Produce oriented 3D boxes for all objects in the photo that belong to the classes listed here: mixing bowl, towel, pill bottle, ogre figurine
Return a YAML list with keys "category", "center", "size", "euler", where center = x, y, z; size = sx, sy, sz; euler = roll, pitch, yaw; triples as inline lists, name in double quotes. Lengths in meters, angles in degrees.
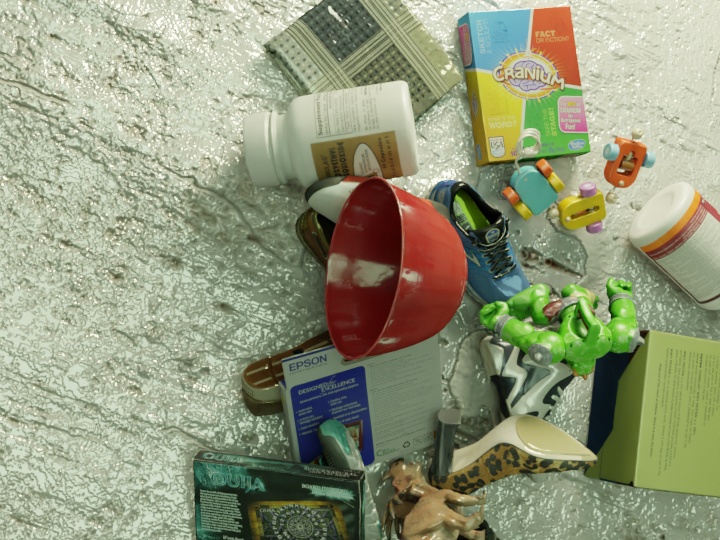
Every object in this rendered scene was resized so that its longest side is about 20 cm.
- category: "mixing bowl"
  center: [0.047, 0.005, 1.155]
  size: [0.108, 0.200, 0.200]
  euler: [9, 84, -23]
- category: "towel"
  center: [0.007, -0.263, 1.355]
  size: [0.193, 0.035, 0.200]
  euler: [-41, 95, -18]
- category: "pill bottle"
  center: [-0.034, -0.157, 1.266]
  size: [0.200, 0.114, 0.115]
  euler: [-8, 88, 6]
- category: "pill bottle"
  center: [0.469, -0.017, 1.425]
  size: [0.200, 0.110, 0.110]
  euler: [41, 77, -10]
- category: "ogre figurine"
  center: [0.259, 0.067, 1.304]
  size: [0.200, 0.120, 0.098]
  euler: [8, 120, -21]

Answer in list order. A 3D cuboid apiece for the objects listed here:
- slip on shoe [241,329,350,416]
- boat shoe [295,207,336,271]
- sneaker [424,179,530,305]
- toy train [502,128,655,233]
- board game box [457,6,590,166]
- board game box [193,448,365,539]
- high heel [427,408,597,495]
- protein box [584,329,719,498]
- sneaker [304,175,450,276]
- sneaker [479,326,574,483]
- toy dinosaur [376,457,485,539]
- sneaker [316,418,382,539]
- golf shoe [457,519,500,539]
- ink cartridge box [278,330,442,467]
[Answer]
- category: "slip on shoe"
  center: [-0.050, 0.126, 1.296]
  size: [0.200, 0.076, 0.061]
  euler: [-20, 132, -24]
- category: "boat shoe"
  center: [0.000, 0.000, 1.311]
  size: [0.200, 0.068, 0.072]
  euler: [41, 75, -11]
- category: "sneaker"
  center: [0.157, -0.029, 1.347]
  size: [0.079, 0.089, 0.200]
  euler: [-37, 96, -14]
- category: "toy train"
  center: [0.279, -0.129, 1.389]
  size: [0.200, 0.056, 0.150]
  euler: [5, 112, -17]
- category: "board game box"
  center: [0.218, -0.246, 1.404]
  size: [0.153, 0.040, 0.200]
  euler: [-8, 88, -16]
- category: "board game box"
  center: [-0.094, 0.282, 1.215]
  size: [0.200, 0.028, 0.135]
  euler: [6, 109, 12]
- category: "high heel"
  center: [0.184, 0.248, 1.304]
  size: [0.200, 0.071, 0.143]
  euler: [11, 124, 12]
- category: "protein box"
  center: [0.423, 0.190, 1.384]
  size: [0.200, 0.135, 0.199]
  euler: [9, 83, -15]
- category: "sneaker"
  center: [0.030, -0.042, 1.256]
  size: [0.201, 0.067, 0.108]
  euler: [13, 57, -32]
- category: "sneaker"
  center: [0.244, 0.164, 1.363]
  size: [0.129, 0.079, 0.199]
  euler: [-17, 81, -8]
- category: "toy dinosaur"
  center: [0.077, 0.297, 1.228]
  size: [0.135, 0.200, 0.086]
  euler: [2, 102, 9]
- category: "sneaker"
  center: [-0.034, 0.264, 1.248]
  size: [0.091, 0.078, 0.200]
  euler: [-18, 123, -7]
- category: "golf shoe"
  center: [0.170, 0.385, 1.273]
  size: [0.078, 0.200, 0.095]
  euler: [-37, 110, 13]
- category: "ink cartridge box"
  center: [0.004, 0.150, 1.266]
  size: [0.197, 0.047, 0.200]
  euler: [-15, 121, -15]
